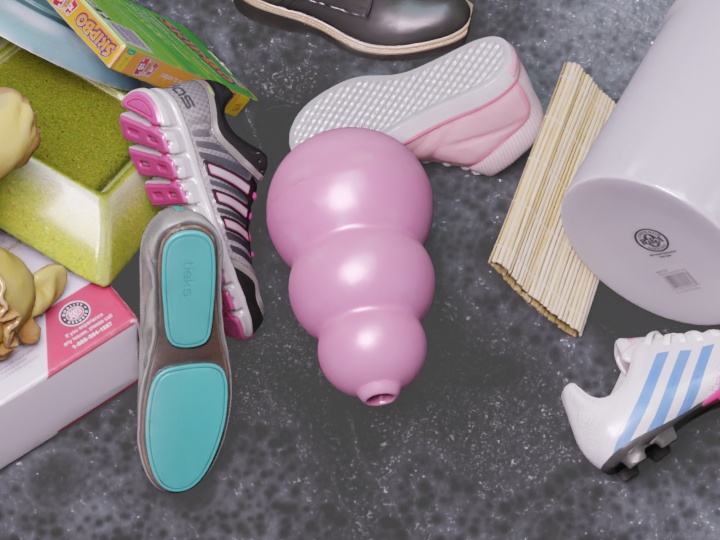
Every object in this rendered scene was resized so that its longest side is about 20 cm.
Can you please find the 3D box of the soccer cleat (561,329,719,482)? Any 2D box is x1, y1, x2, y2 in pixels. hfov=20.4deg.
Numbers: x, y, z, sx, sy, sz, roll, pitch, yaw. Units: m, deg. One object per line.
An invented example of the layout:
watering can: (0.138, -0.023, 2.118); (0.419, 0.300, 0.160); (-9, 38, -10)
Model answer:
soccer cleat: (0.232, 0.067, 1.417); (0.199, 0.070, 0.087); (-29, 73, -16)

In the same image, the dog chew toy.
dog chew toy: (0.000, 0.000, 1.439); (0.123, 0.125, 0.202); (-8, 65, -5)

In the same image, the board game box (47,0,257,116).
board game box: (-0.158, -0.170, 1.523); (0.096, 0.199, 0.030); (47, 106, 24)

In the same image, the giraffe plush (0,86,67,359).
giraffe plush: (-0.272, -0.017, 1.329); (0.171, 0.163, 0.200); (-24, 38, -6)

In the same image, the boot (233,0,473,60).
boot: (-0.007, -0.244, 1.581); (0.198, 0.139, 0.078); (8, 56, 3)

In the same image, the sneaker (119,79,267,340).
sneaker: (-0.100, -0.049, 1.443); (0.087, 0.202, 0.073); (-30, 18, -32)

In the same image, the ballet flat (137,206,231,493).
ballet flat: (-0.125, 0.053, 1.395); (0.067, 0.202, 0.064); (-1, 16, -17)

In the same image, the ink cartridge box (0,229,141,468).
ink cartridge box: (-0.269, 0.026, 1.435); (0.147, 0.086, 0.200); (-32, 61, -19)

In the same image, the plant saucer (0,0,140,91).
plant saucer: (-0.251, -0.198, 1.528); (0.199, 0.200, 0.028); (34, 101, 20)

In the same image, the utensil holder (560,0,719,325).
utensil holder: (0.258, -0.087, 1.465); (0.169, 0.171, 0.201); (27, 62, 16)

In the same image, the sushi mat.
sushi mat: (0.160, -0.055, 1.504); (0.095, 0.012, 0.201); (39, 55, -25)

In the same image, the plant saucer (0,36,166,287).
plant saucer: (-0.225, -0.098, 1.463); (0.199, 0.048, 0.200); (30, 32, 2)

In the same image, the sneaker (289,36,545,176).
sneaker: (0.049, -0.104, 1.538); (0.199, 0.105, 0.076); (-17, 50, 24)
